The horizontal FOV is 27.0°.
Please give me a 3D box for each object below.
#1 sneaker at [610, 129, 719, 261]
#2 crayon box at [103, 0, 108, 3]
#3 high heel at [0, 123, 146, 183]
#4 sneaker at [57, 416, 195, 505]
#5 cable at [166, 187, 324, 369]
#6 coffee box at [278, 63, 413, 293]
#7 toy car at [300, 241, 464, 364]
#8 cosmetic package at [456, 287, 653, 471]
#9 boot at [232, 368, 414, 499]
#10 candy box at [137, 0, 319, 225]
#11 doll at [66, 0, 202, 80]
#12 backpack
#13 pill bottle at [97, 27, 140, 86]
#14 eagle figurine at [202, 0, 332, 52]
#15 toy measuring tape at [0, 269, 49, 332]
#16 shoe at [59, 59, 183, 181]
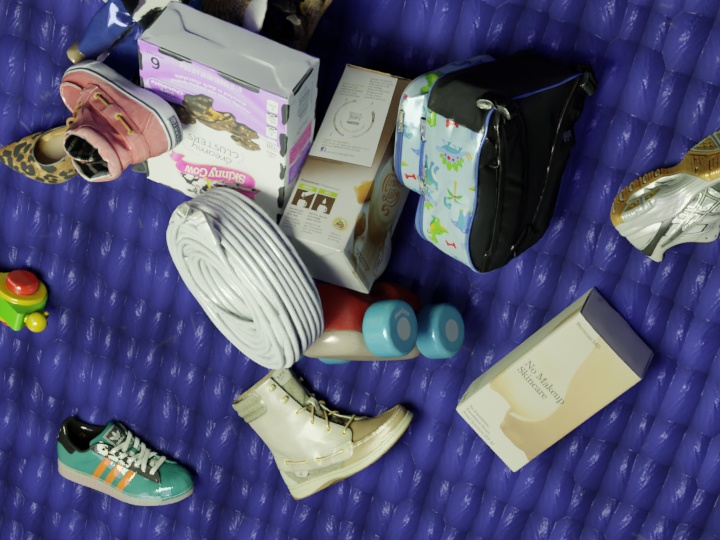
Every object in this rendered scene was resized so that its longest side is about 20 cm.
[{"bbox_3d":[0.355,-0.078,1.519,0.199,0.076,0.088,-28,116,33],"label":"sneaker"},{"bbox_3d":[-0.282,-0.384,1.607,0.200,0.058,0.119,45,126,17],"label":"crayon box"},{"bbox_3d":[-0.343,-0.163,1.722,0.198,0.072,0.143,0,152,11],"label":"high heel"},{"bbox_3d":[-0.306,0.242,1.928,0.199,0.071,0.080,11,121,19],"label":"sneaker"},{"bbox_3d":[-0.121,0.009,1.546,0.200,0.069,0.200,52,158,-5],"label":"cable"},{"bbox_3d":[-0.003,-0.095,1.559,0.079,0.201,0.114,15,163,20],"label":"coffee box"},{"bbox_3d":[0.000,0.000,1.668,0.183,0.176,0.202,-5,83,38],"label":"toy car"},{"bbox_3d":[0.213,0.122,1.658,0.105,0.071,0.200,45,122,-2],"label":"cosmetic package"},{"bbox_3d":[-0.048,0.172,1.792,0.199,0.072,0.155,-32,96,31],"label":"boot"},{"bbox_3d":[-0.134,-0.151,1.521,0.167,0.072,0.201,23,142,13],"label":"candy box"},{"bbox_3d":[-0.224,-0.274,1.550,0.200,0.048,0.137,-39,89,28],"label":"doll"},{"bbox_3d":[0.127,-0.114,1.528,0.146,0.182,0.201,28,127,35],"label":"backpack"},{"bbox_3d":[-0.184,-0.210,1.646,0.199,0.112,0.113,25,120,9],"label":"pill bottle"},{"bbox_3d":[-0.126,-0.299,1.568,0.199,0.152,0.151,36,162,12],"label":"eagle figurine"},{"bbox_3d":[-0.454,0.015,1.904,0.200,0.073,0.074,38,125,29],"label":"toy measuring tape"},{"bbox_3d":[-0.269,-0.150,1.506,0.200,0.091,0.072,27,141,44],"label":"shoe"}]
